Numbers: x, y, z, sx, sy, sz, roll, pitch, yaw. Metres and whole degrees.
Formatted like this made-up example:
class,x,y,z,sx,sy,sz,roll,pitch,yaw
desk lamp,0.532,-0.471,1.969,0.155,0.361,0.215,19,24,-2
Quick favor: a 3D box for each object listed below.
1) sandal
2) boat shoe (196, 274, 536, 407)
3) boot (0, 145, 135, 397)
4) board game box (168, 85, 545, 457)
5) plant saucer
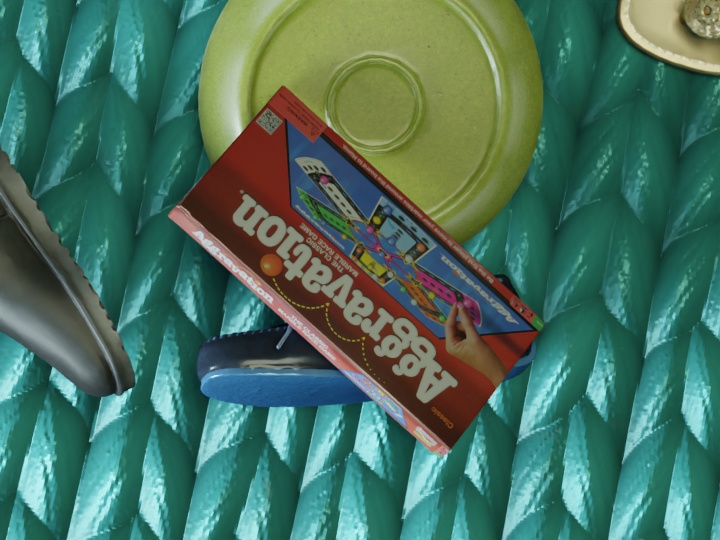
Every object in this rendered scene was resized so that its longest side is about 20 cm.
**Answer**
class,x,y,z,sx,sy,sz,roll,pitch,yaw
sandal,0.263,-0.152,1.506,0.211,0.070,0.078,11,80,-8
boat shoe,-0.001,0.037,1.441,0.199,0.084,0.069,-2,74,-26
boot,-0.247,0.045,1.393,0.200,0.066,0.165,-32,80,-15
board game box,0.000,0.000,1.399,0.200,0.019,0.103,42,62,-4
plant saucer,0.007,-0.095,1.443,0.199,0.031,0.201,-1,100,-4
